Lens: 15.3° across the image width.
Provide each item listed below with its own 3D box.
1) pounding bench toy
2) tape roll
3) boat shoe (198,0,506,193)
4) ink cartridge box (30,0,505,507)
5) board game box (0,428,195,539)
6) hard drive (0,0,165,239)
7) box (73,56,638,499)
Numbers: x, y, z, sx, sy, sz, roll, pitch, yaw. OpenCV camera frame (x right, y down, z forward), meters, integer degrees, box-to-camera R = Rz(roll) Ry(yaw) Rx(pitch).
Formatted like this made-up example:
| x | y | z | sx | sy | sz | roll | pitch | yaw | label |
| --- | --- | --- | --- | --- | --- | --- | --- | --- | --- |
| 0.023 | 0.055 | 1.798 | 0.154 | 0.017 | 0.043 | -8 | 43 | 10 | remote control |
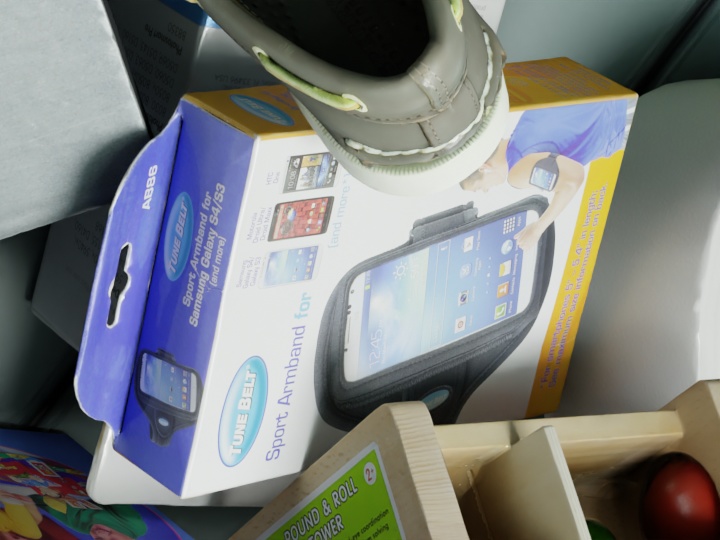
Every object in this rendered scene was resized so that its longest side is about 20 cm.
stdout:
| x | y | z | sx | sy | sz | roll | pitch | yaw | label |
| --- | --- | --- | --- | --- | --- | --- | --- | --- | --- |
| 0.041 | 0.136 | 0.886 | 0.155 | 0.125 | 0.200 | -2 | 154 | -34 | pounding bench toy |
| 0.153 | 0.028 | 0.990 | 0.202 | 0.071 | 0.204 | 1 | 89 | -49 | tape roll |
| -0.033 | -0.110 | 0.765 | 0.072 | 0.202 | 0.060 | -39 | 158 | -5 | boat shoe |
| -0.036 | -0.026 | 0.890 | 0.115 | 0.067 | 0.201 | 5 | 109 | -36 | ink cartridge box |
| -0.139 | 0.092 | 0.819 | 0.199 | 0.134 | 0.045 | 9 | 107 | -44 | board game box |
| -0.171 | -0.056 | 0.767 | 0.199 | 0.033 | 0.140 | -18 | 125 | -1 | hard drive |
| 0.000 | 0.000 | 0.843 | 0.199 | 0.041 | 0.120 | -11 | 122 | -46 | box |
